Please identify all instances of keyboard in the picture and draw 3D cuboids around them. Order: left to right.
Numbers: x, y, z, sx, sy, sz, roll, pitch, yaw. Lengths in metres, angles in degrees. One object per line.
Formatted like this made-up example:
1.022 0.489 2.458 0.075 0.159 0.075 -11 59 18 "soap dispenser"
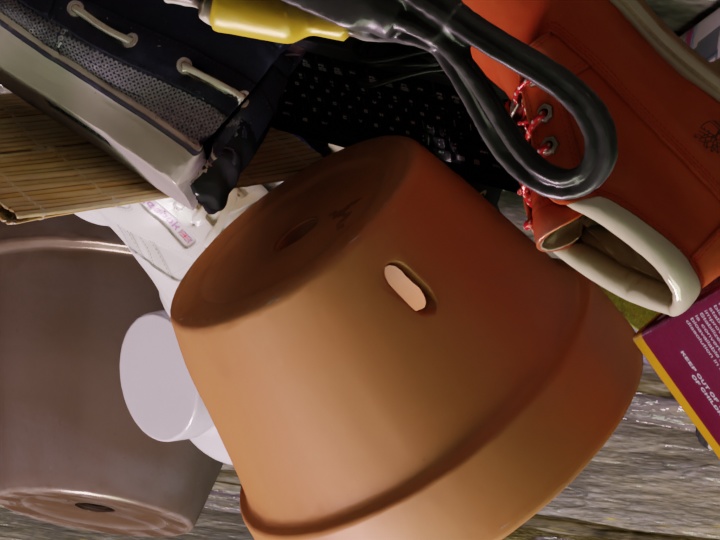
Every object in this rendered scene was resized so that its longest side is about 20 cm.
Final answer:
0.029 -0.072 1.324 0.200 0.040 0.104 14 138 23 "keyboard"

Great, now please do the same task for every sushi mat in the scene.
-0.112 -0.059 1.359 0.200 0.012 0.096 -10 -137 -45 "sushi mat"

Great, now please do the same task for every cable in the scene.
0.022 -0.107 1.171 0.200 0.097 0.050 27 -167 4 "cable"

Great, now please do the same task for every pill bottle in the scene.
-0.032 0.046 1.623 0.200 0.111 0.111 -7 177 -40 "pill bottle"

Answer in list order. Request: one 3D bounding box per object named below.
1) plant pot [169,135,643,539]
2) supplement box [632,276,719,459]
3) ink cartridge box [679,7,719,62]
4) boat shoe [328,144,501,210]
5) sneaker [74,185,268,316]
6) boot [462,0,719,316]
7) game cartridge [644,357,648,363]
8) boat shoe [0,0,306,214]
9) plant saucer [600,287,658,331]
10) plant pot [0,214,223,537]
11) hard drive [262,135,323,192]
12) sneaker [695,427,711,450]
0.007 0.034 1.339 0.200 0.200 0.140 -12 120 50 "plant pot"
0.208 0.011 1.202 0.086 0.110 0.200 53 159 1 "supplement box"
0.197 -0.068 1.300 0.117 0.067 0.200 13 163 -16 "ink cartridge box"
0.031 -0.051 1.462 0.074 0.063 0.201 38 164 21 "boat shoe"
-0.086 -0.030 1.456 0.200 0.075 0.100 37 158 10 "sneaker"
0.083 -0.065 1.207 0.200 0.107 0.075 36 157 17 "boot"
0.235 0.033 1.694 0.130 0.038 0.200 21 160 -26 "game cartridge"
-0.118 -0.113 1.318 0.200 0.093 0.075 34 173 11 "boat shoe"
0.235 0.017 1.423 0.200 0.048 0.200 -6 -152 -40 "plant saucer"
-0.140 0.058 1.714 0.200 0.174 0.200 7 165 2 "plant pot"
0.000 0.000 1.511 0.200 0.025 0.132 43 163 -2 "hard drive"
0.311 0.121 1.874 0.200 0.080 0.074 7 165 10 "sneaker"
